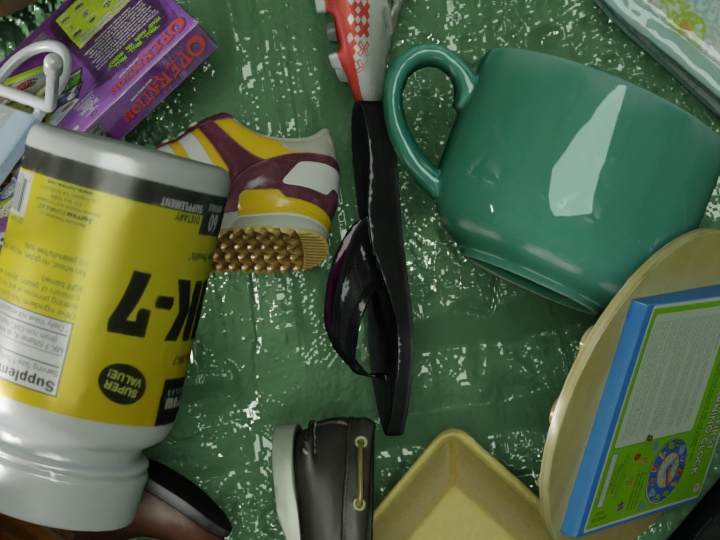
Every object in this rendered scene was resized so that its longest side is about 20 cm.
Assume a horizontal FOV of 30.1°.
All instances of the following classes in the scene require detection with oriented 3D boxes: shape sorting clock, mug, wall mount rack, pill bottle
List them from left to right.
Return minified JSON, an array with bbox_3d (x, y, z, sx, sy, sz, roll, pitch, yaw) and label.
[{"bbox_3d":[-0.230,-0.064,0.750,0.173,0.075,0.201,19,72,41],"label":"wall mount rack"},{"bbox_3d":[-0.146,0.030,0.731,0.113,0.114,0.202,14,94,3],"label":"pill bottle"},{"bbox_3d":[0.107,-0.049,0.782,0.184,0.152,0.115,22,88,31],"label":"mug"},{"bbox_3d":[0.164,0.070,0.755,0.039,0.200,0.201,29,86,41],"label":"shape sorting clock"}]

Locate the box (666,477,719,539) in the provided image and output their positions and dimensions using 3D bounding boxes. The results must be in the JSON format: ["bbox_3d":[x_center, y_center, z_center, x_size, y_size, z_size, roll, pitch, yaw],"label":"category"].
[{"bbox_3d":[0.263,0.179,0.726,0.148,0.200,0.107,41,88,4],"label":"box"}]

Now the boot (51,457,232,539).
[{"bbox_3d":[-0.191,0.202,0.807,0.187,0.068,0.202,19,87,3],"label":"boot"}]

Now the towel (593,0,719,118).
[{"bbox_3d":[0.262,-0.178,0.832,0.200,0.048,0.171,43,89,5],"label":"towel"}]

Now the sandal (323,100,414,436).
[{"bbox_3d":[0.000,-0.001,0.810,0.047,0.075,0.203,-4,85,-10],"label":"sandal"}]

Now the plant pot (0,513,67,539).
[{"bbox_3d":[-0.230,0.218,0.713,0.199,0.200,0.184,36,84,4],"label":"plant pot"}]

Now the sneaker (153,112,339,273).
[{"bbox_3d":[-0.110,-0.052,0.831,0.198,0.075,0.091,5,63,7],"label":"sneaker"}]

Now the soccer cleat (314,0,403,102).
[{"bbox_3d":[0.015,-0.203,0.835,0.084,0.069,0.202,-4,81,6],"label":"soccer cleat"}]

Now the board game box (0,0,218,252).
[{"bbox_3d":[-0.190,-0.100,0.820,0.200,0.032,0.120,-43,43,-1],"label":"board game box"}]

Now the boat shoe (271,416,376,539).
[{"bbox_3d":[-0.008,0.184,0.752,0.060,0.072,0.203,-9,82,5],"label":"boat shoe"}]

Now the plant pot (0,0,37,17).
[{"bbox_3d":[-0.239,-0.227,0.822,0.198,0.093,0.203,-1,71,3],"label":"plant pot"}]

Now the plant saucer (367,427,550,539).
[{"bbox_3d":[0.064,0.232,0.805,0.200,0.048,0.200,41,87,5],"label":"plant saucer"}]
